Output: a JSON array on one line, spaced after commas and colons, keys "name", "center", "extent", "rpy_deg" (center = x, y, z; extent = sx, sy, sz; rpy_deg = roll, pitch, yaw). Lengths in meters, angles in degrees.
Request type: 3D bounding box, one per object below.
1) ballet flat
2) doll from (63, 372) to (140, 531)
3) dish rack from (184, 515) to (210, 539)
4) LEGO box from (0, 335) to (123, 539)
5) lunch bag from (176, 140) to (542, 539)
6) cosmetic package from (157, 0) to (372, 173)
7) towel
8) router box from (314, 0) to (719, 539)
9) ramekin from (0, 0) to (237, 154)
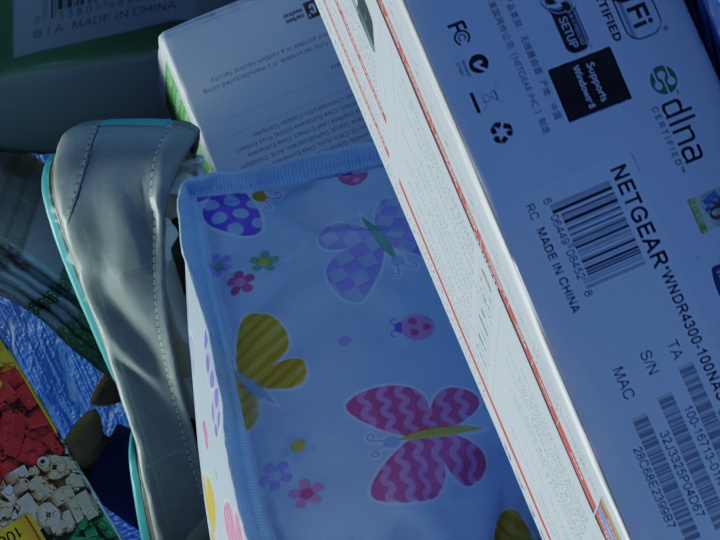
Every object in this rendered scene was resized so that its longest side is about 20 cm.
[{"name": "ballet flat", "center": [-0.057, 0.039, 1.003], "extent": [0.067, 0.063, 0.201], "rpy_deg": [-75, -26, -61]}, {"name": "doll", "center": [-0.025, 0.101, 1.199], "extent": [0.200, 0.137, 0.048], "rpy_deg": [33, 148, -8]}, {"name": "dish rack", "center": [0.033, 0.151, 0.988], "extent": [0.199, 0.055, 0.153], "rpy_deg": [28, 166, 22]}, {"name": "LEGO box", "center": [-0.155, 0.083, 1.096], "extent": [0.149, 0.077, 0.200], "rpy_deg": [60, 168, -4]}, {"name": "lunch bag", "center": [0.021, 0.088, 0.833], "extent": [0.170, 0.126, 0.201], "rpy_deg": [82, 178, -46]}, {"name": "cosmetic package", "center": [0.000, 0.000, 1.056], "extent": [0.108, 0.084, 0.201], "rpy_deg": [115, 134, -81]}, {"name": "towel", "center": [-0.113, 0.000, 1.114], "extent": [0.200, 0.031, 0.149], "rpy_deg": [37, -170, -9]}, {"name": "router box", "center": [0.037, -0.024, 0.595], "extent": [0.180, 0.049, 0.201], "rpy_deg": [83, 165, -78]}, {"name": "ramekin", "center": [-0.115, -0.141, 1.104], "extent": [0.098, 0.199, 0.200], "rpy_deg": [55, 169, 39]}]
